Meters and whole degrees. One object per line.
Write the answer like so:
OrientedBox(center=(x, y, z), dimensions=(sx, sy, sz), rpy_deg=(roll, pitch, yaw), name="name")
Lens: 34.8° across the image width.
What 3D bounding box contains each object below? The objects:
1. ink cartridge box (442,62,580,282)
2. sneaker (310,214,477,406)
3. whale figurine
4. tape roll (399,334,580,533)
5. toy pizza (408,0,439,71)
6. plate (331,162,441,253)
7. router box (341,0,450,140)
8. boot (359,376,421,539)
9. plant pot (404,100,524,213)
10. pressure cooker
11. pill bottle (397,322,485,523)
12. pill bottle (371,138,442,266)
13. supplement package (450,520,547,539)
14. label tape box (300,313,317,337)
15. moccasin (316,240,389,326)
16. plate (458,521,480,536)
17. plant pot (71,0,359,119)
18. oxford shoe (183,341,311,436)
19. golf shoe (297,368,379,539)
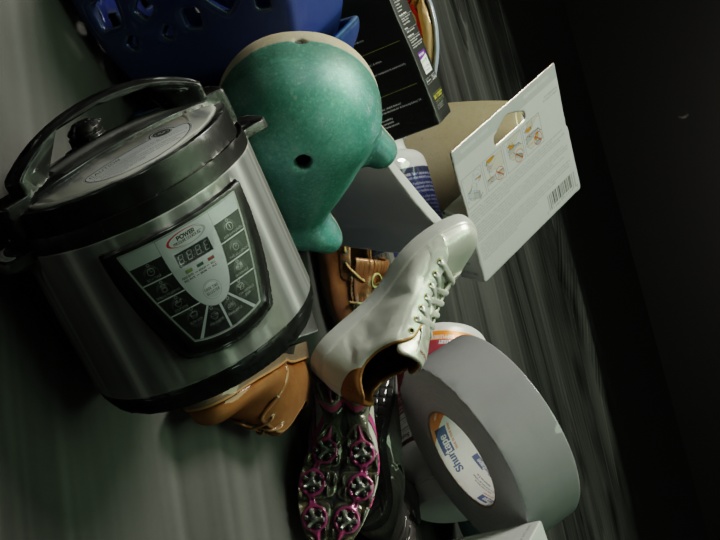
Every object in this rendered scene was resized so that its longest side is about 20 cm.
OrientedBox(center=(0.167, -0.114, 1.310), dimensions=(0.200, 0.043, 0.175), rpy_deg=(-42, 128, -30), name="ink cartridge box")
OrientedBox(center=(0.051, 0.042, 1.033), dimensions=(0.084, 0.200, 0.073), rpy_deg=(37, -8, 37), name="sneaker")
OrientedBox(center=(-0.048, -0.082, 0.899), dimensions=(0.104, 0.157, 0.202), rpy_deg=(-99, -169, -51), name="whale figurine")
OrientedBox(center=(0.121, 0.165, 1.106), dimensions=(0.201, 0.066, 0.201), rpy_deg=(48, -23, 28), name="tape roll")
OrientedBox(center=(0.023, -0.259, 1.354), dimensions=(0.031, 0.200, 0.203), rpy_deg=(-5, 77, -33), name="toy pizza")
OrientedBox(center=(-0.020, -0.078, 1.087), dimensions=(0.200, 0.198, 0.033), rpy_deg=(45, 61, -48), name="plate")
OrientedBox(center=(-0.031, -0.185, 1.126), dimensions=(0.150, 0.198, 0.051), rpy_deg=(66, 24, -14), name="router box")
OrientedBox(center=(0.021, 0.194, 1.173), dimensions=(0.132, 0.069, 0.202), rpy_deg=(56, 33, -51), name="boot")
OrientedBox(center=(0.122, -0.136, 1.446), dimensions=(0.187, 0.198, 0.189), rpy_deg=(48, 32, -44), name="plant pot")
OrientedBox(center=(-0.143, -0.025, 0.786), dimensions=(0.176, 0.177, 0.202), rpy_deg=(-64, 135, -60), name="pressure cooker")
OrientedBox(center=(0.095, 0.169, 1.276), dimensions=(0.113, 0.112, 0.202), rpy_deg=(43, 37, -50), name="pill bottle")
OrientedBox(center=(0.034, -0.070, 1.309), dimensions=(0.111, 0.110, 0.202), rpy_deg=(-8, 82, -67), name="pill bottle")
OrientedBox(center=(0.072, 0.332, 0.995), dimensions=(0.152, 0.198, 0.152), rpy_deg=(-25, 97, -67), name="supplement package")
OrientedBox(center=(-0.095, -0.003, 1.024), dimensions=(0.200, 0.066, 0.145), rpy_deg=(-13, 86, -66), name="label tape box")
OrientedBox(center=(0.001, 0.000, 1.225), dimensions=(0.073, 0.077, 0.204), rpy_deg=(13, 62, -64), name="moccasin")
OrientedBox(center=(0.145, 0.223, 1.308), dimensions=(0.025, 0.200, 0.202), rpy_deg=(11, 55, -20), name="plate")
OrientedBox(center=(-0.114, -0.231, 0.985), dimensions=(0.200, 0.198, 0.181), rpy_deg=(-60, 135, -61), name="plant pot")
OrientedBox(center=(-0.084, 0.108, 0.966), dimensions=(0.200, 0.071, 0.072), rpy_deg=(-12, 89, -69), name="oxford shoe")
OrientedBox(center=(-0.016, 0.167, 1.073), dimensions=(0.092, 0.072, 0.202), rpy_deg=(88, 7, -63), name="golf shoe")
